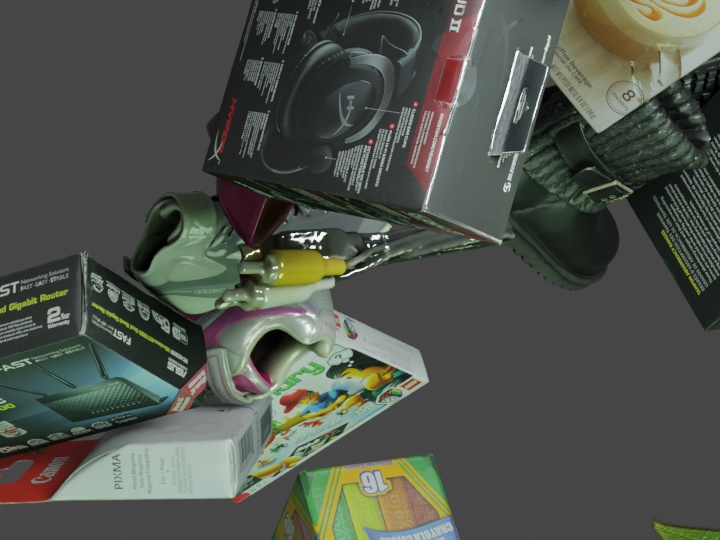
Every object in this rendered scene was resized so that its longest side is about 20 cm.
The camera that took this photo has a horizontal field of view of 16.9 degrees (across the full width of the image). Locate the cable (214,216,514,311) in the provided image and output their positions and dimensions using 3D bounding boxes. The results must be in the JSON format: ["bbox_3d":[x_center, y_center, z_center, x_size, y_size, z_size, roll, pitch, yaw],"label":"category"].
[{"bbox_3d":[0.000,0.000,1.578,0.199,0.050,0.097,-3,164,-19],"label":"cable"}]

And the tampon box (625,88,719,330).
[{"bbox_3d":[0.314,-0.068,1.685,0.150,0.126,0.200,-5,148,-42],"label":"tampon box"}]

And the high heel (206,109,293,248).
[{"bbox_3d":[-0.012,-0.099,1.508,0.067,0.096,0.200,17,134,-44],"label":"high heel"}]

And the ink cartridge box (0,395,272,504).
[{"bbox_3d":[-0.172,0.123,1.731,0.199,0.057,0.163,2,-169,6],"label":"ink cartridge box"}]

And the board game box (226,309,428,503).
[{"bbox_3d":[-0.063,0.105,1.861,0.200,0.035,0.126,-34,145,24],"label":"board game box"}]

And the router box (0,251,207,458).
[{"bbox_3d":[-0.225,0.063,1.637,0.200,0.062,0.150,-16,151,24],"label":"router box"}]

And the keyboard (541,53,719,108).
[{"bbox_3d":[0.190,-0.127,1.648,0.199,0.021,0.127,-17,149,-5],"label":"keyboard"}]

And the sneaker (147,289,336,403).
[{"bbox_3d":[-0.103,0.054,1.707,0.200,0.088,0.081,-29,148,16],"label":"sneaker"}]

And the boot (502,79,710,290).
[{"bbox_3d":[0.169,-0.065,1.645,0.158,0.080,0.211,-27,154,19],"label":"boot"}]

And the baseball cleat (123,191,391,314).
[{"bbox_3d":[-0.065,-0.032,1.611,0.200,0.070,0.106,-31,148,17],"label":"baseball cleat"}]

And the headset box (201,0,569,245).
[{"bbox_3d":[0.020,-0.104,1.377,0.200,0.149,0.077,11,174,42],"label":"headset box"}]

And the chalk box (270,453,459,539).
[{"bbox_3d":[0.017,0.273,2.007,0.124,0.200,0.124,-6,147,-21],"label":"chalk box"}]

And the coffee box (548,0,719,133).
[{"bbox_3d":[0.187,-0.189,1.431,0.200,0.080,0.114,-35,104,30],"label":"coffee box"}]
